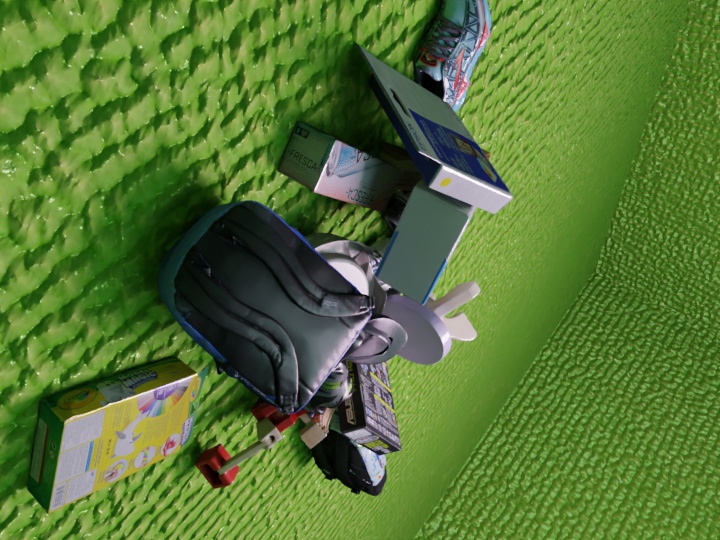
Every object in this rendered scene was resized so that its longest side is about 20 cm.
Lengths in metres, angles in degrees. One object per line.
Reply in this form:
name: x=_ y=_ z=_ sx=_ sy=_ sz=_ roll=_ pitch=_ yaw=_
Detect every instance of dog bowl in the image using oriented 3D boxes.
dog bowl: x=-0.057 y=0.041 z=0.880 sx=0.197 sy=0.059 sz=0.204 roll=-19 pitch=126 yaw=-28

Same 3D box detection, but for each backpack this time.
backpack: x=-0.027 y=0.309 z=1.187 sx=0.156 sy=0.161 sz=0.201 roll=-60 pitch=149 yaw=-20
backpack: x=-0.121 y=0.031 z=0.694 sx=0.200 sy=0.167 sz=0.164 roll=45 pitch=71 yaw=-26

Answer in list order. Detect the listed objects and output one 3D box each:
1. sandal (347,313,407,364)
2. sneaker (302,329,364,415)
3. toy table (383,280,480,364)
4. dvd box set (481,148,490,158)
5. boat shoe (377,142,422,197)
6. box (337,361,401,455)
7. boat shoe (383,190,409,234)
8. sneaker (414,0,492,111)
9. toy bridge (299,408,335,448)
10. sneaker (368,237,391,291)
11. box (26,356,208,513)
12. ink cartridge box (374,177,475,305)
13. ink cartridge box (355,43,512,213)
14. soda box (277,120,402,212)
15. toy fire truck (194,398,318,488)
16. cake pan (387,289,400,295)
sandal: x=-0.007 y=0.096 z=0.881 sx=0.198 sy=0.043 sz=0.077 roll=15 pitch=105 yaw=-43
sneaker: x=-0.037 y=0.120 z=0.801 sx=0.201 sy=0.082 sz=0.071 roll=-57 pitch=-173 yaw=47
toy table: x=0.110 y=0.070 z=1.061 sx=0.117 sy=0.199 sz=0.186 roll=-40 pitch=112 yaw=-25
dvd box set: x=0.177 y=-0.146 z=1.226 sx=0.199 sy=0.029 sz=0.149 roll=-27 pitch=139 yaw=-51
boat shoe: x=0.081 y=-0.149 z=1.008 sx=0.198 sy=0.071 sz=0.065 roll=5 pitch=118 yaw=-53
box: x=0.009 y=0.202 z=1.047 sx=0.043 sy=0.163 sz=0.200 roll=-17 pitch=152 yaw=12
boat shoe: x=0.080 y=-0.057 z=1.109 sx=0.071 sy=0.072 sz=0.201 roll=-44 pitch=141 yaw=-12
sneaker: x=0.123 y=-0.305 z=0.909 sx=0.095 sy=0.079 sz=0.203 roll=-31 pitch=141 yaw=-43
toy bridge: x=-0.067 y=0.205 z=0.991 sx=0.067 sy=0.027 sz=0.200 roll=-39 pitch=-169 yaw=-1
sneaker: x=0.000 y=0.000 z=0.996 sx=0.200 sy=0.076 sz=0.086 roll=-43 pitch=145 yaw=-35
box: x=-0.259 y=0.170 z=0.714 sx=0.199 sy=0.048 sz=0.119 roll=-11 pitch=125 yaw=-56
ink cartridge box: x=0.107 y=-0.068 z=0.907 sx=0.146 sy=0.084 sz=0.200 roll=-66 pitch=172 yaw=29
ink cartridge box: x=0.084 y=-0.173 z=0.809 sx=0.198 sy=0.200 sz=0.047 roll=12 pitch=133 yaw=-43
soda box: x=-0.020 y=-0.130 z=0.836 sx=0.199 sy=0.063 sz=0.069 roll=4 pitch=113 yaw=-63
toy fire truck: x=-0.129 y=0.221 z=0.913 sx=0.198 sy=0.049 sz=0.141 roll=-30 pitch=-168 yaw=26
cake pan: x=0.010 y=0.073 z=1.130 sx=0.200 sy=0.036 sz=0.203 roll=-44 pitch=150 yaw=-33
